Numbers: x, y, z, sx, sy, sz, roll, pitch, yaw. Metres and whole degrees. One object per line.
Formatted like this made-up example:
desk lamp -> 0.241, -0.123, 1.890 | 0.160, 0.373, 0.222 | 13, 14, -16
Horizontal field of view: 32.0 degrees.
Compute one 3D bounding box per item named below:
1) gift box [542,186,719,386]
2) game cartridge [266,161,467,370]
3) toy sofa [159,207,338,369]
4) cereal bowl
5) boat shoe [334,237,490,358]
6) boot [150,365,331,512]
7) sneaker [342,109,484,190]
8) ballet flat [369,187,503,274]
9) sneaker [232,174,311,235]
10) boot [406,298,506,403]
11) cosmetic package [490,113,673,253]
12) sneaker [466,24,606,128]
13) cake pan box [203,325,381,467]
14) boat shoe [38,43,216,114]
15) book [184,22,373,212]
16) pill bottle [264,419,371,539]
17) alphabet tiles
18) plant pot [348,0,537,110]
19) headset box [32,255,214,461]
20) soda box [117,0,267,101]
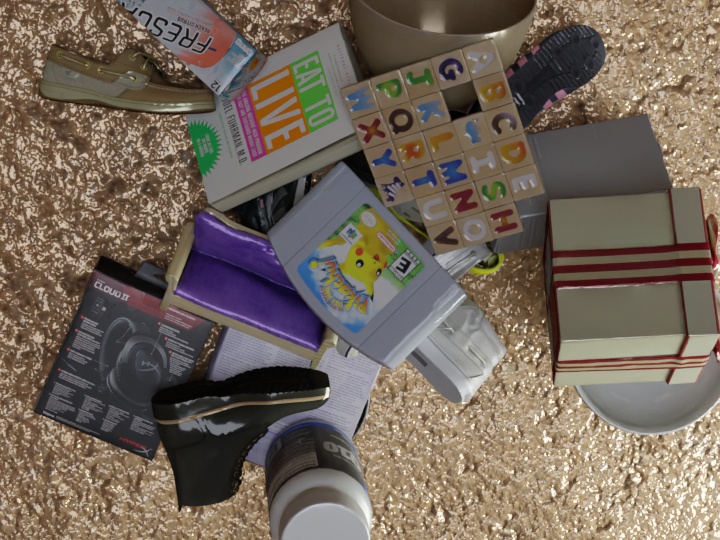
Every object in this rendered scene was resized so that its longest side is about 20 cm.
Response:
gift box -> 0.294, 0.020, 1.351 | 0.184, 0.200, 0.187 | -3, 73, 6
game cartridge -> 0.000, 0.000, 1.329 | 0.133, 0.040, 0.200 | -44, 82, 0
toy sofa -> -0.112, 0.020, 1.372 | 0.198, 0.084, 0.098 | 22, 140, -7
cereal bowl -> 0.333, 0.089, 1.470 | 0.197, 0.083, 0.203 | 0, 87, 2
boat shoe -> 0.065, 0.039, 1.375 | 0.202, 0.075, 0.086 | -45, 82, -1
boot -> -0.124, 0.189, 1.405 | 0.197, 0.078, 0.140 | -7, 107, 2
sneaker -> 0.061, -0.137, 1.355 | 0.197, 0.106, 0.076 | 6, 69, 23
ballet flat -> 0.087, -0.063, 1.430 | 0.199, 0.067, 0.067 | 38, 96, -13
sneaker -> -0.100, -0.087, 1.404 | 0.086, 0.076, 0.203 | 6, 103, -1
boot -> 0.079, 0.054, 1.465 | 0.200, 0.074, 0.096 | 47, 66, -2
cosmetic package -> 0.238, -0.097, 1.408 | 0.197, 0.091, 0.108 | -7, 63, -5
sneaker -> 0.189, -0.209, 1.400 | 0.199, 0.082, 0.071 | -35, 100, -27
cake pan box -> -0.084, 0.140, 1.471 | 0.197, 0.052, 0.186 | 18, 103, -10
boat shoe -> -0.250, -0.205, 1.346 | 0.197, 0.074, 0.067 | 8, 97, 6
book -> -0.087, -0.165, 1.352 | 0.198, 0.048, 0.135 | -24, 70, 14
pill bottle -> -0.047, 0.253, 1.375 | 0.112, 0.200, 0.116 | -2, 107, -6
alphabet tiles -> 0.089, -0.117, 1.275 | 0.165, 0.008, 0.202 | -15, 110, 19
plant pot -> 0.079, -0.246, 1.338 | 0.197, 0.202, 0.136 | 2, 132, -6
headset box -> -0.262, 0.090, 1.427 | 0.147, 0.077, 0.202 | 23, 99, -11
soda box -> -0.193, -0.269, 1.325 | 0.200, 0.068, 0.064 | 43, 96, 4
